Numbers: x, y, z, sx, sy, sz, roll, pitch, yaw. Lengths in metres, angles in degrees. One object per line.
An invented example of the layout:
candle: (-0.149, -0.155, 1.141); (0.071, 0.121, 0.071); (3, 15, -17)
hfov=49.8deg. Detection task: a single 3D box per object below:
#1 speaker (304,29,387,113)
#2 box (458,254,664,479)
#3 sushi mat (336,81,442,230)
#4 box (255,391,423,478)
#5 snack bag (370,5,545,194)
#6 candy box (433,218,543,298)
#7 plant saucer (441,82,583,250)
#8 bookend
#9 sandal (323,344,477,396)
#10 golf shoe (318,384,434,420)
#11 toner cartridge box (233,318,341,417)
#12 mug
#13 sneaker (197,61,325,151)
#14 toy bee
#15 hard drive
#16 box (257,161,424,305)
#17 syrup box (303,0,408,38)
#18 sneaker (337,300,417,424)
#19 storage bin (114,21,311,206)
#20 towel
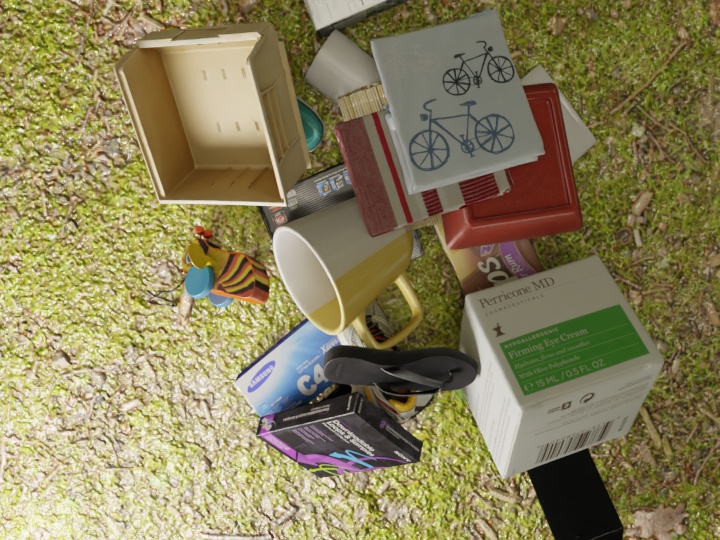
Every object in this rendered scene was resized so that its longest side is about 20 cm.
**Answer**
speaker: (0.022, -0.232, 1.043); (0.198, 0.081, 0.082); (36, 99, -5)
box: (0.245, 0.126, 1.006); (0.194, 0.174, 0.202); (-16, 143, -9)
sushi mat: (0.044, -0.147, 1.024); (0.093, 0.012, 0.204); (-14, 110, 18)
box: (-0.031, 0.232, 1.071); (0.197, 0.037, 0.142); (-22, 130, 38)
snack bag: (0.114, -0.211, 0.955); (0.184, 0.021, 0.205); (-17, 84, -12)
candy box: (0.186, -0.015, 1.094); (0.114, 0.057, 0.204); (-24, 98, 3)
plant saucer: (0.191, -0.142, 1.007); (0.194, 0.037, 0.206); (-8, 84, -12)
bookend: (0.294, 0.317, 1.123); (0.090, 0.200, 0.203); (-21, 56, 4)
sandal: (0.050, 0.133, 0.966); (0.194, 0.044, 0.077); (2, 138, -8)
golf shoe: (0.025, 0.179, 1.103); (0.197, 0.095, 0.079); (-29, 57, 3)
toner cartridge box: (-0.079, 0.133, 1.129); (0.199, 0.043, 0.096); (-40, 97, 6)
mug: (-0.006, -0.006, 1.007); (0.152, 0.148, 0.190); (-32, 116, -27)
sneaker: (-0.138, -0.223, 1.047); (0.197, 0.080, 0.079); (32, 99, -6)
toy bee: (-0.211, -0.010, 1.073); (0.194, 0.131, 0.112); (4, 76, 10)
hard drive: (0.208, -0.164, 1.045); (0.199, 0.025, 0.133); (-40, 92, -13)
box: (-0.027, -0.063, 1.093); (0.196, 0.044, 0.164); (-21, 99, 4)
syrup box: (0.018, -0.384, 1.018); (0.196, 0.079, 0.083); (-22, 99, 4)
sneaker: (0.027, 0.106, 1.052); (0.076, 0.082, 0.203); (-23, 77, -19)
storage bin: (-0.182, -0.195, 0.980); (0.195, 0.094, 0.203); (4, 125, 24)
towel: (0.079, -0.138, 0.958); (0.195, 0.023, 0.148); (-18, 84, -11)
